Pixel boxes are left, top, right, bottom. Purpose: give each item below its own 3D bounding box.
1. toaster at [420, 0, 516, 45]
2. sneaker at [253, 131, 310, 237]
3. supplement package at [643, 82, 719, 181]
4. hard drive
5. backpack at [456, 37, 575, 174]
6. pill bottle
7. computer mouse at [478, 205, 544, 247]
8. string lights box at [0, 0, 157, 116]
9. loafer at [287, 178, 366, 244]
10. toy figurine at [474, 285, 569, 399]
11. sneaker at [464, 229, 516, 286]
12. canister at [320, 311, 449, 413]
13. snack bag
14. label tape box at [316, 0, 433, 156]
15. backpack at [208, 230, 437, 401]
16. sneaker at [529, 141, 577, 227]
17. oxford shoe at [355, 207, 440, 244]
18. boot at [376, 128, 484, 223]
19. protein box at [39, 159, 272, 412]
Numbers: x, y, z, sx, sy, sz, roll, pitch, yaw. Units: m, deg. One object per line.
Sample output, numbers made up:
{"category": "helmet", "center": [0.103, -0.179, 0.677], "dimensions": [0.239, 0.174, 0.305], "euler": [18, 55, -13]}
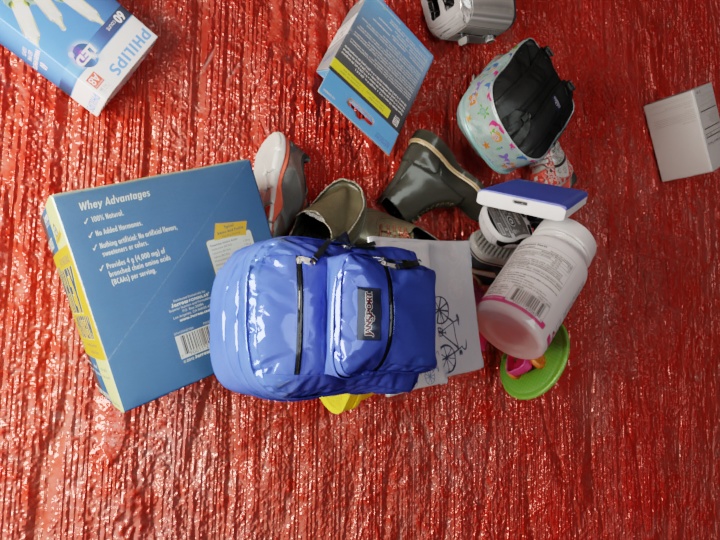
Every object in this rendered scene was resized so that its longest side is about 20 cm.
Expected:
{"category": "toaster", "center": [0.174, -0.485, 0.885], "dimensions": [0.128, 0.113, 0.203], "euler": [-18, 98, -32]}
{"category": "sneaker", "center": [-0.099, -0.077, 0.684], "dimensions": [0.081, 0.077, 0.203], "euler": [18, 77, -39]}
{"category": "supplement package", "center": [0.817, -0.344, 1.315], "dimensions": [0.119, 0.121, 0.202], "euler": [-25, 100, -34]}
{"category": "hard drive", "center": [0.283, -0.118, 0.847], "dimensions": [0.199, 0.131, 0.026], "euler": [-23, 125, -56]}
{"category": "backpack", "center": [0.257, -0.269, 0.900], "dimensions": [0.178, 0.150, 0.201], "euler": [48, 55, -19]}
{"category": "pill bottle", "center": [0.263, 0.021, 0.777], "dimensions": [0.200, 0.113, 0.114], "euler": [-49, 112, -24]}
{"category": "computer mouse", "center": [0.251, -0.073, 0.872], "dimensions": [0.198, 0.044, 0.111], "euler": [-3, 66, -42]}
{"category": "string lights box", "center": [-0.331, -0.273, 0.545], "dimensions": [0.199, 0.059, 0.104], "euler": [38, 65, -27]}
{"category": "loafer", "center": [-0.044, -0.052, 0.669], "dimensions": [0.074, 0.070, 0.201], "euler": [24, 56, 6]}
{"category": "toy figurine", "center": [0.226, 0.086, 0.877], "dimensions": [0.183, 0.150, 0.202], "euler": [30, 48, -19]}
{"category": "sneaker", "center": [0.251, -0.012, 0.911], "dimensions": [0.198, 0.079, 0.079], "euler": [18, 54, -22]}
{"category": "canister", "center": [0.042, 0.100, 0.727], "dimensions": [0.198, 0.087, 0.150], "euler": [-14, 137, -38]}
{"category": "snack bag", "center": [0.093, 0.052, 0.675], "dimensions": [0.198, 0.021, 0.191], "euler": [0, 82, -40]}
{"category": "label tape box", "center": [0.013, -0.286, 0.784], "dimensions": [0.144, 0.063, 0.202], "euler": [35, 67, -28]}
{"category": "backpack", "center": [-0.034, 0.040, 0.502], "dimensions": [0.198, 0.167, 0.165], "euler": [6, 75, -33]}
{"category": "sneaker", "center": [0.340, -0.171, 1.003], "dimensions": [0.201, 0.067, 0.109], "euler": [-44, 109, -33]}
{"category": "oxford shoe", "center": [0.041, -0.057, 0.776], "dimensions": [0.198, 0.074, 0.071], "euler": [12, 81, -33]}
{"category": "boot", "center": [0.120, -0.107, 0.851], "dimensions": [0.199, 0.077, 0.139], "euler": [38, 77, -24]}
{"category": "protein box", "center": [-0.201, 0.008, 0.565], "dimensions": [0.197, 0.134, 0.203], "euler": [-20, 98, -35]}
